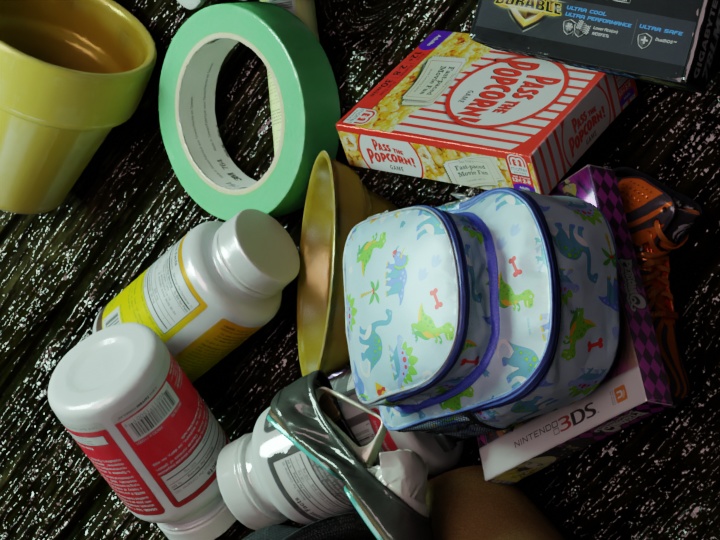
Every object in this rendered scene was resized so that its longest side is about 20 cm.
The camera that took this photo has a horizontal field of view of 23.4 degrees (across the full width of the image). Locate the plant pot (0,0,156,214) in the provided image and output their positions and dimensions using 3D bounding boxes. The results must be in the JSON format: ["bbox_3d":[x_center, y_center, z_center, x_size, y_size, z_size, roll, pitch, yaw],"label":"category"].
[{"bbox_3d":[-0.324,-0.168,1.711,0.201,0.201,0.189,46,124,29],"label":"plant pot"}]

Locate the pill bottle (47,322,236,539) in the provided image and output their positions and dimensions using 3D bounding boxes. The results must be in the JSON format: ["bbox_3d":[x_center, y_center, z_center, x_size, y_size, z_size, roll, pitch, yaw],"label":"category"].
[{"bbox_3d":[-0.184,0.152,1.558,0.112,0.200,0.112,-19,35,15],"label":"pill bottle"}]

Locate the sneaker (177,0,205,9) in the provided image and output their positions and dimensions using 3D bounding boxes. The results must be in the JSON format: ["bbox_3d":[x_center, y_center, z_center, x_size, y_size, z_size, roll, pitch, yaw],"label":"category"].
[{"bbox_3d":[-0.116,-0.299,1.611,0.088,0.075,0.200,-43,21,-19],"label":"sneaker"}]

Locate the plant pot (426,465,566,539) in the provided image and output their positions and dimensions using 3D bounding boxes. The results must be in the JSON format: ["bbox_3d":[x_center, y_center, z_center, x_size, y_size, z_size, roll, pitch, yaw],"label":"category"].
[{"bbox_3d":[0.106,0.264,1.386,0.186,0.186,0.200,-40,50,23],"label":"plant pot"}]

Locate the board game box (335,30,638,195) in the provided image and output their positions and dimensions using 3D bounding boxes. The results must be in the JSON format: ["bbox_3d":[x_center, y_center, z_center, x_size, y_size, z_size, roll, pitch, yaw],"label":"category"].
[{"bbox_3d":[0.104,-0.132,1.436,0.200,0.152,0.046,12,136,38],"label":"board game box"}]

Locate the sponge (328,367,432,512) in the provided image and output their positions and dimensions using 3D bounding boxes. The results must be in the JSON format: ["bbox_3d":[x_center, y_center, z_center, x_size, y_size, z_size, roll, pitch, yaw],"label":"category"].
[{"bbox_3d":[0.014,0.183,1.529,0.111,0.030,0.200,-24,71,29],"label":"sponge"}]

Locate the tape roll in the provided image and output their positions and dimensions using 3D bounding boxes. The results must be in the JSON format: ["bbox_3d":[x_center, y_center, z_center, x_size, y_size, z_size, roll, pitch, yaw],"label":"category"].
[{"bbox_3d":[-0.105,-0.146,1.603,0.200,0.048,0.201,11,107,42],"label":"tape roll"}]

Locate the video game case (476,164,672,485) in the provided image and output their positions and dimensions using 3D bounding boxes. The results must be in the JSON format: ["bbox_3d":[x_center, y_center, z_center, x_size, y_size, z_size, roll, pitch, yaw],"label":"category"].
[{"bbox_3d":[0.149,0.045,1.372,0.181,0.036,0.200,-33,58,42],"label":"video game case"}]

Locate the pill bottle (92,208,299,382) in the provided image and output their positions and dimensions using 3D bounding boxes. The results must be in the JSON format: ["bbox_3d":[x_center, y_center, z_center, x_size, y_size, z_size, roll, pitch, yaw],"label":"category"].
[{"bbox_3d":[-0.148,0.029,1.595,0.200,0.109,0.109,-38,65,32],"label":"pill bottle"}]

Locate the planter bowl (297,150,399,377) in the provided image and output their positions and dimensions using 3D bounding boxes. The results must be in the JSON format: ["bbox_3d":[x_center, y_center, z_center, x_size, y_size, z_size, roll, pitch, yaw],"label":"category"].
[{"bbox_3d":[0.000,0.000,1.492,0.083,0.200,0.201,3,84,-10],"label":"planter bowl"}]

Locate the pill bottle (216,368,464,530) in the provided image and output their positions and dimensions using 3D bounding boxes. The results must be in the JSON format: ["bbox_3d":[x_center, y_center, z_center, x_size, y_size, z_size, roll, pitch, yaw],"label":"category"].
[{"bbox_3d":[-0.021,0.149,1.472,0.200,0.111,0.111,-26,71,27],"label":"pill bottle"}]

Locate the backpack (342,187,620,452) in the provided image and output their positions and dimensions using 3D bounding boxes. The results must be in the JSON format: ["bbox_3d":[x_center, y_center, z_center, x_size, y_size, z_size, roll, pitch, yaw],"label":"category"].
[{"bbox_3d":[0.087,0.029,1.306,0.200,0.147,0.183,-19,69,45],"label":"backpack"}]

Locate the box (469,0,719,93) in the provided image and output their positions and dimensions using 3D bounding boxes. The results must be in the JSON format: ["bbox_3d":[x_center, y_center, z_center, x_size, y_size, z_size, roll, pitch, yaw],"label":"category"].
[{"bbox_3d":[0.201,-0.256,1.365,0.200,0.050,0.199,18,95,34],"label":"box"}]

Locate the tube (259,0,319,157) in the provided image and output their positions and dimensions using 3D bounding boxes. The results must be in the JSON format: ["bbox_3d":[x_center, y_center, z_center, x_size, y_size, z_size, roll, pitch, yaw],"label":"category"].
[{"bbox_3d":[-0.061,-0.183,1.618,0.052,0.058,0.200,-6,83,-6],"label":"tube"}]

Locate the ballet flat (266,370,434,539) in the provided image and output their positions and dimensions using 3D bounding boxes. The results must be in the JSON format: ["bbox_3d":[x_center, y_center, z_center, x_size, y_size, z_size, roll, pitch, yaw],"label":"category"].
[{"bbox_3d":[0.006,0.152,1.355,0.068,0.068,0.200,-47,65,5],"label":"ballet flat"}]

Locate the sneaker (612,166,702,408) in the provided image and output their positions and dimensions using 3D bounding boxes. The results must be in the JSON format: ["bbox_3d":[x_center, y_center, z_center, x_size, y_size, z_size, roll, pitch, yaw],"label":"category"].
[{"bbox_3d":[0.230,0.003,1.380,0.112,0.078,0.200,-37,66,25],"label":"sneaker"}]

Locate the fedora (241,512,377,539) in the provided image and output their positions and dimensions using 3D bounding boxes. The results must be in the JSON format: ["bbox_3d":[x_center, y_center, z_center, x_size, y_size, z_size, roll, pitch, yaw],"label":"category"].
[{"bbox_3d":[-0.056,0.266,1.446,0.092,0.200,0.201,32,102,45],"label":"fedora"}]
